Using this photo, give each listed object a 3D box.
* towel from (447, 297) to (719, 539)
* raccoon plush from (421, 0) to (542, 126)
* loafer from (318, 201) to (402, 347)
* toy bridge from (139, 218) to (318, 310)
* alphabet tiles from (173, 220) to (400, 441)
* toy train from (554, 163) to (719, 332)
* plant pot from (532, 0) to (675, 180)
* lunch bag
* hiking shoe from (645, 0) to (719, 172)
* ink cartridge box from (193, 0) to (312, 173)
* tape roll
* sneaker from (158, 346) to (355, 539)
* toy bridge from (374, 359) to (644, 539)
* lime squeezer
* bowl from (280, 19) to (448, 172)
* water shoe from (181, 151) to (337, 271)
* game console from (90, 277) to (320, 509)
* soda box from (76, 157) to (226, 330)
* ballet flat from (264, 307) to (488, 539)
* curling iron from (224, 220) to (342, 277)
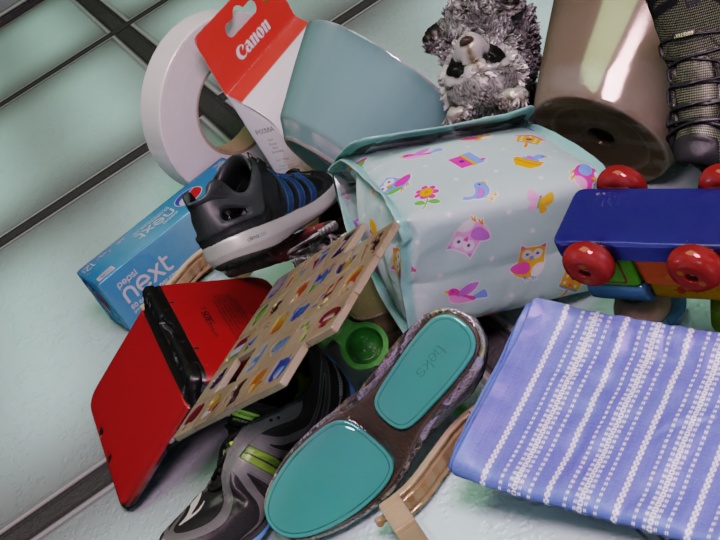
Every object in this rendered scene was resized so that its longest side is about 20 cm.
[{"bbox_3d":[0.164,0.085,0.699,0.200,0.024,0.145,9,53,36],"label":"towel"},{"bbox_3d":[0.135,-0.154,1.006,0.097,0.200,0.134,-31,50,32],"label":"raccoon plush"},{"bbox_3d":[0.000,0.000,0.977,0.076,0.067,0.200,-33,29,-4],"label":"loafer"},{"bbox_3d":[-0.131,-0.013,1.144,0.200,0.027,0.067,-37,30,-15],"label":"toy bridge"},{"bbox_3d":[-0.048,0.034,0.823,0.200,0.008,0.167,-31,22,51],"label":"alphabet tiles"},{"bbox_3d":[0.233,0.000,0.726,0.200,0.116,0.085,3,51,38],"label":"toy train"},{"bbox_3d":[0.230,-0.174,0.944,0.200,0.200,0.174,7,63,48],"label":"plant pot"},{"bbox_3d":[0.077,-0.054,0.903,0.170,0.122,0.200,-13,30,-11],"label":"lunch bag"},{"bbox_3d":[0.249,-0.122,0.802,0.076,0.200,0.101,-8,37,43],"label":"hiking shoe"},{"bbox_3d":[-0.072,-0.208,1.231,0.050,0.200,0.162,-5,38,37],"label":"ink cartridge box"},{"bbox_3d":[-0.146,-0.180,1.254,0.037,0.203,0.203,17,54,42],"label":"tape roll"},{"bbox_3d":[-0.082,0.131,0.833,0.071,0.083,0.200,3,43,45],"label":"sneaker"},{"bbox_3d":[0.093,0.110,0.762,0.200,0.027,0.067,-33,29,-4],"label":"toy bridge"},{"bbox_3d":[0.001,0.063,0.876,0.038,0.071,0.200,-40,31,-18],"label":"lime squeezer"},{"bbox_3d":[0.004,-0.131,1.084,0.105,0.201,0.201,-55,32,-3],"label":"bowl"},{"bbox_3d":[-0.078,-0.068,0.973,0.071,0.079,0.200,-21,12,25],"label":"water shoe"},{"bbox_3d":[-0.138,0.098,1.004,0.172,0.119,0.200,-5,23,-20],"label":"game console"},{"bbox_3d":[-0.187,-0.029,1.194,0.200,0.068,0.064,-41,31,-18],"label":"soda box"},{"bbox_3d":[0.017,0.108,0.794,0.200,0.072,0.072,-47,28,9],"label":"ballet flat"},{"bbox_3d":[-0.075,-0.014,1.004,0.050,0.026,0.200,-38,14,-27],"label":"curling iron"}]
